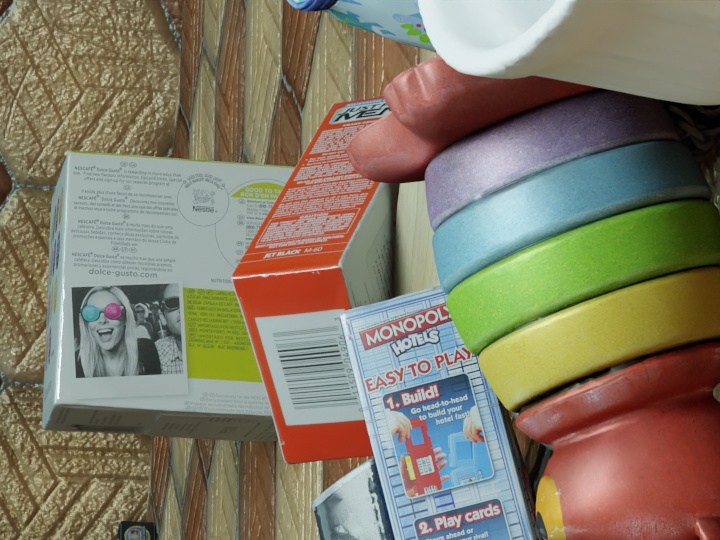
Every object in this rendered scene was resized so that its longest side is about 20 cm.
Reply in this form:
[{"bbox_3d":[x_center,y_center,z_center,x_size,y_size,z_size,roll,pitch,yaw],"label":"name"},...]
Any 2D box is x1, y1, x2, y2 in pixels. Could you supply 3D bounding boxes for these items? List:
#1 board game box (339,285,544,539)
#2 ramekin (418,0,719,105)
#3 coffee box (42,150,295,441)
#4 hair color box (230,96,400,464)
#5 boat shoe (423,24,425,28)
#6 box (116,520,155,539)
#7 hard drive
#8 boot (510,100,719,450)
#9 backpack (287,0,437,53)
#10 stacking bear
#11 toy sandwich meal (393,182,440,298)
[{"bbox_3d":[0.047,0.103,1.244,0.200,0.062,0.200,-57,-48,-84],"label":"board game box"},{"bbox_3d":[0.102,-0.151,0.914,0.200,0.098,0.201,-167,90,-69],"label":"ramekin"},{"bbox_3d":[-0.142,0.023,2.162,0.200,0.200,0.198,139,134,-77],"label":"coffee box"},{"bbox_3d":[0.000,0.000,1.435,0.200,0.064,0.111,-61,-40,-57],"label":"hair color box"},{"bbox_3d":[0.085,-0.172,1.186,0.068,0.075,0.200,-105,31,-46],"label":"boat shoe"},{"bbox_3d":[-0.280,0.425,3.379,0.200,0.044,0.160,105,164,-52],"label":"box"},{"bbox_3d":[0.022,0.168,1.357,0.200,0.042,0.135,48,-151,-74],"label":"hard drive"},{"bbox_3d":[0.102,-0.036,1.117,0.174,0.069,0.200,139,126,-66],"label":"boot"},{"bbox_3d":[0.017,-0.214,1.328,0.183,0.147,0.200,-124,49,-75],"label":"backpack"},{"bbox_3d":[0.085,0.020,1.011,0.121,0.114,0.200,130,122,-73],"label":"stacking bear"},{"bbox_3d":[0.065,-0.031,1.309,0.205,0.070,0.206,-177,90,-81],"label":"toy sandwich meal"}]
